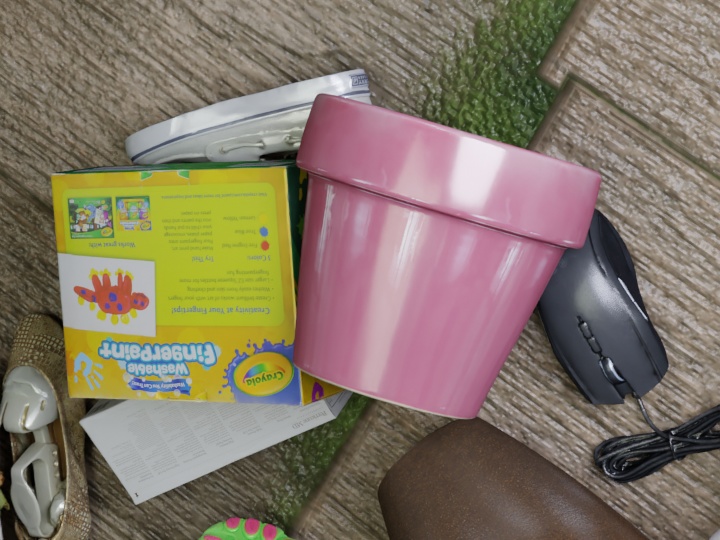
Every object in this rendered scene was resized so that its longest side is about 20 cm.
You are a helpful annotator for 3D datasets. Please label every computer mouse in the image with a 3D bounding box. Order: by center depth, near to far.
[{"bbox_3d":[0.190,0.044,1.349,0.140,0.046,0.200,-17,93,30],"label":"computer mouse"}]

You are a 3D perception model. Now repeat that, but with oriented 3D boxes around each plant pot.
[{"bbox_3d":[0.040,-0.006,1.307,0.200,0.200,0.179,18,94,22],"label":"plant pot"},{"bbox_3d":[0.105,0.206,1.369,0.200,0.187,0.187,52,119,24],"label":"plant pot"}]

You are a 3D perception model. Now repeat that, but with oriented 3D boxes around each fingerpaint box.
[{"bbox_3d":[-0.114,0.007,1.410,0.200,0.073,0.167,-1,97,29],"label":"fingerpaint box"}]

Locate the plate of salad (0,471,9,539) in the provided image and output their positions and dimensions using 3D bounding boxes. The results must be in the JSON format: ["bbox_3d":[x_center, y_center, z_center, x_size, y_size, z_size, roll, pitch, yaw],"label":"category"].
[{"bbox_3d":[-0.316,0.169,1.601,0.200,0.048,0.200,37,134,51],"label":"plate of salad"}]

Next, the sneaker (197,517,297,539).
[{"bbox_3d":[-0.036,0.257,1.506,0.200,0.077,0.084,26,129,23],"label":"sneaker"}]

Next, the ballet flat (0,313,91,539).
[{"bbox_3d":[-0.254,0.136,1.583,0.070,0.065,0.200,-5,99,28],"label":"ballet flat"}]

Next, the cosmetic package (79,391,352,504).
[{"bbox_3d":[-0.109,0.102,1.504,0.200,0.051,0.083,-25,103,29],"label":"cosmetic package"}]

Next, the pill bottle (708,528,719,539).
[{"bbox_3d":[0.310,0.141,1.186,0.200,0.114,0.114,-44,80,27],"label":"pill bottle"}]

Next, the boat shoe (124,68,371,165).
[{"bbox_3d":[-0.079,-0.091,1.447,0.200,0.071,0.070,-13,92,22],"label":"boat shoe"}]
